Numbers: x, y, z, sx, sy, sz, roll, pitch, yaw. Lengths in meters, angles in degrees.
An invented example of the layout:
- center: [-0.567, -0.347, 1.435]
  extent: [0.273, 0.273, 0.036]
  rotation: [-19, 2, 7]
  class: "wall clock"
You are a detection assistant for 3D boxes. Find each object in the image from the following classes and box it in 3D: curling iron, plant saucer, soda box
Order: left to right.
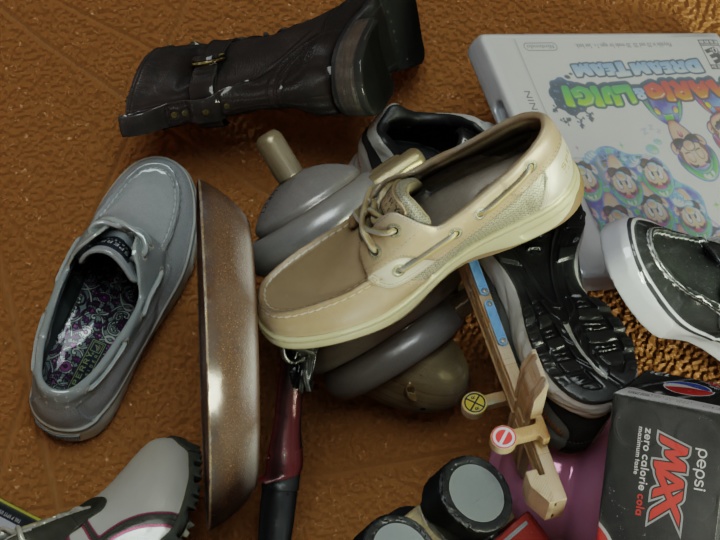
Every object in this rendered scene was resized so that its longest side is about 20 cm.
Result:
- center: [-0.077, 0.048, 1.297]
  extent: [0.032, 0.200, 0.201]
  rotation: [-1, 62, -6]
  class: "plant saucer"
- center: [-0.047, 0.116, 1.306]
  extent: [0.025, 0.050, 0.201]
  rotation: [9, 98, 3]
  class: "curling iron"
- center: [0.165, 0.161, 1.229]
  extent: [0.070, 0.063, 0.201]
  rotation: [10, 102, 21]
  class: "soda box"

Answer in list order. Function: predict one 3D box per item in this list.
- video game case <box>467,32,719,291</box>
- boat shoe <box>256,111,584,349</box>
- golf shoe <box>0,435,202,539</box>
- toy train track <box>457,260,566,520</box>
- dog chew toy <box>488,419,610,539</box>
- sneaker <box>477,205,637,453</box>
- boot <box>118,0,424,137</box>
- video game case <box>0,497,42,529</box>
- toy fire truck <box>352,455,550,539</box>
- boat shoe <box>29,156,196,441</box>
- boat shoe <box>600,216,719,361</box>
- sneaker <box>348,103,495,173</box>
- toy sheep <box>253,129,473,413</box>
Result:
- center: [0.183, -0.073, 1.438]
  extent: [0.199, 0.024, 0.183]
  rotation: [-4, 60, -32]
  class: "video game case"
- center: [0.025, -0.025, 1.254]
  extent: [0.199, 0.065, 0.072]
  rotation: [-26, 48, 6]
  class: "boat shoe"
- center: [-0.162, 0.162, 1.282]
  extent: [0.088, 0.077, 0.200]
  rotation: [43, 61, -16]
  class: "golf shoe"
- center: [0.067, 0.048, 1.269]
  extent: [0.032, 0.115, 0.201]
  rotation: [-13, 61, -10]
  class: "toy train track"
- center: [0.172, 0.134, 1.316]
  extent: [0.199, 0.125, 0.125]
  rotation: [13, 62, 12]
  class: "dog chew toy"
- center: [0.100, 0.018, 1.312]
  extent: [0.074, 0.080, 0.201]
  rotation: [-3, 49, -14]
  class: "sneaker"
- center: [-0.057, -0.143, 1.465]
  extent: [0.173, 0.070, 0.200]
  rotation: [-5, 23, 19]
  class: "boot"
- center: [-0.294, 0.197, 1.304]
  extent: [0.180, 0.026, 0.200]
  rotation: [26, 64, 10]
  class: "video game case"
- center: [0.061, 0.219, 1.202]
  extent: [0.176, 0.129, 0.200]
  rotation: [-33, 82, -40]
  class: "toy fire truck"
- center: [-0.149, 0.006, 1.387]
  extent: [0.070, 0.072, 0.201]
  rotation: [17, 62, 5]
  class: "boat shoe"
- center: [0.218, 0.013, 1.340]
  extent: [0.068, 0.199, 0.074]
  rotation: [-27, 48, 30]
  class: "boat shoe"
- center: [0.090, -0.053, 1.431]
  extent: [0.199, 0.080, 0.074]
  rotation: [11, 59, 0]
  class: "sneaker"
- center: [0.000, 0.000, 1.364]
  extent: [0.138, 0.138, 0.200]
  rotation: [-34, 90, -19]
  class: "toy sheep"
